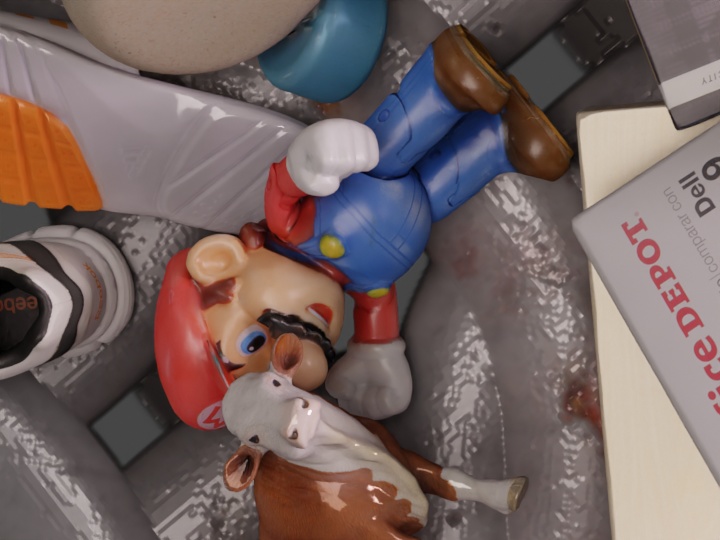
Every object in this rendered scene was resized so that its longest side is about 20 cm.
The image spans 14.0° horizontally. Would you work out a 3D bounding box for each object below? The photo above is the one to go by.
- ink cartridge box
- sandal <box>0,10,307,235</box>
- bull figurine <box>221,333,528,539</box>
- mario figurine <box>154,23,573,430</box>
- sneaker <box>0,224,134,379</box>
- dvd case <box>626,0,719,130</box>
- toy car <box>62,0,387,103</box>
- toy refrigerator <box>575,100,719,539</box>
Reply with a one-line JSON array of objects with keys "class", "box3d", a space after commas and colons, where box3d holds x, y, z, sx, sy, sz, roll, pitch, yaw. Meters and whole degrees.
[{"class": "ink cartridge box", "box3d": [0.201, -0.004, 1.096, 0.199, 0.087, 0.146, -33, 60, 11]}, {"class": "sandal", "box3d": [-0.110, -0.065, 1.280, 0.205, 0.059, 0.080, 16, 117, -8]}, {"class": "bull figurine", "box3d": [0.000, 0.109, 1.216, 0.121, 0.200, 0.065, 22, 56, 12]}, {"class": "mario figurine", "box3d": [0.000, 0.000, 1.223, 0.200, 0.106, 0.123, -43, 97, 9]}, {"class": "sneaker", "box3d": [-0.204, 0.024, 1.298, 0.199, 0.080, 0.074, -16, 93, 18]}, {"class": "dvd case", "box3d": [0.157, -0.175, 1.148, 0.148, 0.016, 0.201, -21, 90, 13]}, {"class": "toy car", "box3d": [-0.061, -0.202, 1.219, 0.177, 0.184, 0.201, -46, 40, 37]}, {"class": "toy refrigerator", "box3d": [0.136, 0.030, 1.214, 0.075, 0.070, 0.201, -5, 95, 8]}]
